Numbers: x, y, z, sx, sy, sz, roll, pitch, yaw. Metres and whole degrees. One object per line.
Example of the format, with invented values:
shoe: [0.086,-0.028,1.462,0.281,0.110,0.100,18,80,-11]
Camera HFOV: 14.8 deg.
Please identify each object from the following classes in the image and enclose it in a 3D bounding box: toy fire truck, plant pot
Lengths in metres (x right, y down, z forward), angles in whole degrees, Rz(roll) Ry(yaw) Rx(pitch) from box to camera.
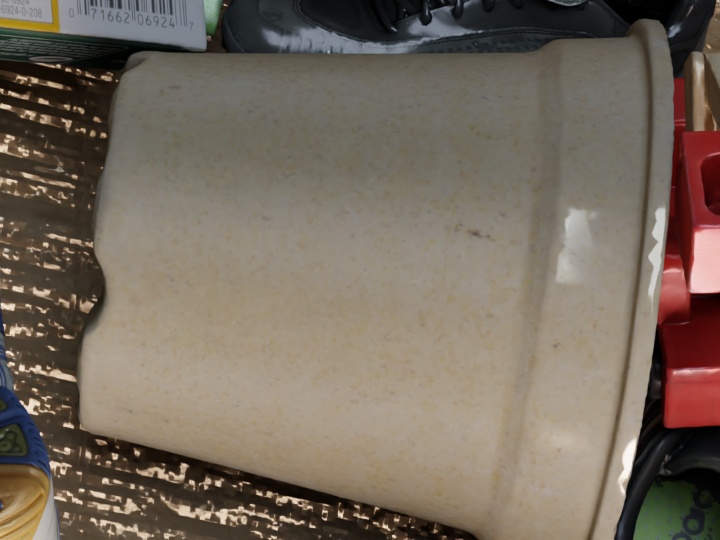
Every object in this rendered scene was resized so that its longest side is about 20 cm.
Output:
toy fire truck: [0.124,-0.024,0.963,0.049,0.141,0.200,-2,38,-1]
plant pot: [0.000,0.000,0.957,0.183,0.201,0.201,8,67,-2]

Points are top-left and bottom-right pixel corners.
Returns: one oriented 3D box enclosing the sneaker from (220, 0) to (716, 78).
sneaker: [0.047,-0.099,1.040,0.199,0.091,0.067,5,46,-22]

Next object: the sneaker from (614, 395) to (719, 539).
sneaker: [0.133,0.072,1.012,0.074,0.087,0.200,30,63,-4]

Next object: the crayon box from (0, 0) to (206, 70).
crayon box: [-0.119,-0.174,0.954,0.126,0.051,0.201,1,83,-49]

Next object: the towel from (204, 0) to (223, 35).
towel: [-0.100,-0.198,1.033,0.149,0.031,0.201,15,84,-1]

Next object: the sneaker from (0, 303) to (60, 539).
sneaker: [-0.147,0.054,0.933,0.075,0.088,0.200,-13,40,-7]
